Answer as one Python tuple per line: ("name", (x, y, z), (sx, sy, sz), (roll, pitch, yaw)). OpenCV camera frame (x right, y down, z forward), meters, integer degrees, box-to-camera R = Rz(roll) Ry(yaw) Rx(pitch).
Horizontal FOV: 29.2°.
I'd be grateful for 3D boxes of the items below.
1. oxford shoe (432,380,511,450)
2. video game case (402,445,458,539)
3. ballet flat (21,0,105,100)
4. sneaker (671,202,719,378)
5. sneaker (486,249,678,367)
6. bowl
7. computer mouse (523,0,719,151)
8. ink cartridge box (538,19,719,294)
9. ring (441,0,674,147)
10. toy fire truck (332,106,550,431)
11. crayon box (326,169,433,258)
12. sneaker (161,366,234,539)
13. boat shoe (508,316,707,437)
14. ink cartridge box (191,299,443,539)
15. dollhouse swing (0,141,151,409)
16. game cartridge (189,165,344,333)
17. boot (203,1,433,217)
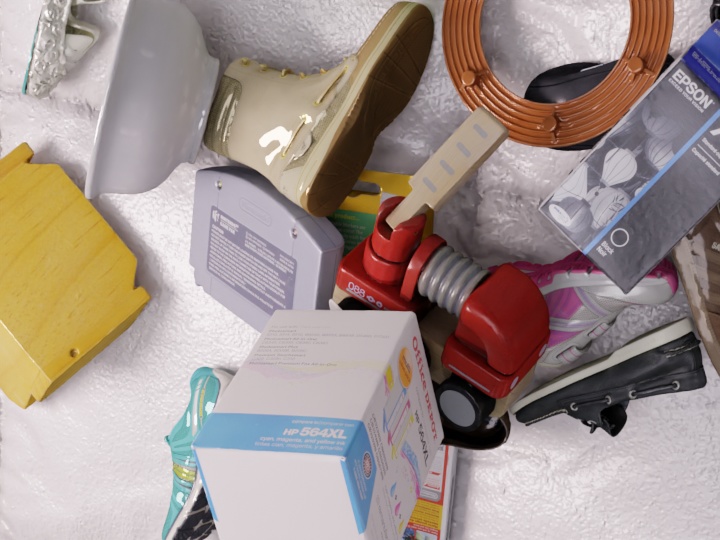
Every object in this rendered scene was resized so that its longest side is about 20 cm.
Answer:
("oxford shoe", (0.044, 0.105, 1.194), (0.197, 0.085, 0.074), (16, 106, -15))
("video game case", (0.020, 0.223, 1.331), (0.141, 0.017, 0.203), (12, 110, 20))
("ballet flat", (-0.270, -0.247, 1.290), (0.071, 0.072, 0.202), (23, 114, 16))
("sneaker", (0.301, 0.007, 1.113), (0.075, 0.070, 0.202), (-20, 99, 20))
("sneaker", (0.179, 0.034, 1.174), (0.198, 0.081, 0.089), (-10, 103, 34))
("bowl", (-0.179, -0.152, 1.226), (0.089, 0.202, 0.203), (13, 114, -10))
("computer mouse", (0.219, -0.163, 1.109), (0.197, 0.046, 0.143), (1, 107, 23))
("ink cartridge box", (0.239, -0.087, 1.065), (0.099, 0.039, 0.200), (42, 101, 3))
("ring", (0.153, -0.201, 1.112), (0.198, 0.019, 0.204), (0, 90, 27))
("toy fire truck", (0.080, -0.006, 1.107), (0.175, 0.128, 0.202), (32, 137, 20))
("crayon box", (0.000, 0.000, 1.252), (0.124, 0.052, 0.203), (9, 110, 21))
("sneaker", (-0.159, 0.189, 1.381), (0.079, 0.077, 0.202), (32, 112, 33))
("boat shoe", (0.210, 0.105, 1.165), (0.198, 0.074, 0.067), (-32, 82, 37))
("ink cartridge box", (-0.022, 0.123, 1.060), (0.123, 0.201, 0.130), (0, 124, 22))
("dollhouse swing", (-0.335, 0.016, 1.414), (0.181, 0.176, 0.200), (-40, 87, -13))
("game cartridge", (-0.087, -0.015, 1.248), (0.199, 0.041, 0.135), (32, 128, 42))
("boot", (-0.039, -0.163, 1.200), (0.155, 0.073, 0.202), (30, 90, 34))
